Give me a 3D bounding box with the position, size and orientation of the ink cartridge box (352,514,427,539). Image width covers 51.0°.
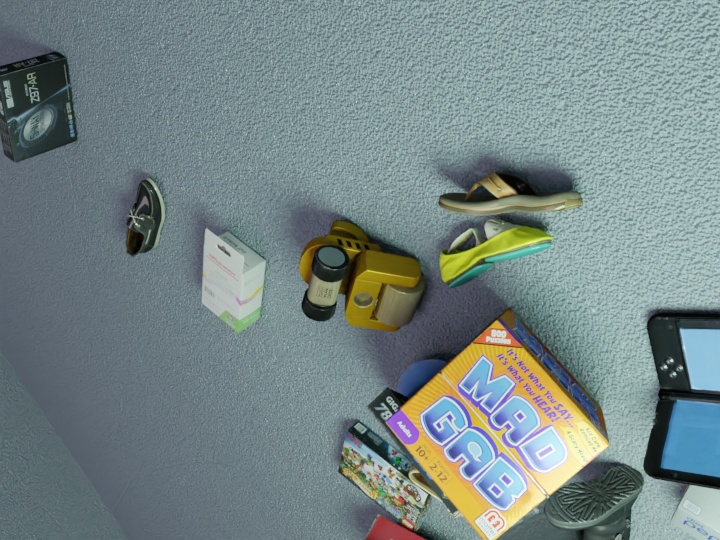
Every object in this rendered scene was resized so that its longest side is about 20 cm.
[{"bbox_3d":[0.104,0.557,1.436,0.199,0.084,0.176,15,146,37],"label":"ink cartridge box"}]

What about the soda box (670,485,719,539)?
[{"bbox_3d":[0.503,0.342,0.955,0.199,0.064,0.069,30,156,27],"label":"soda box"}]

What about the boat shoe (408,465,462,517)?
[{"bbox_3d":[0.171,0.396,1.321,0.199,0.069,0.074,28,131,28],"label":"boat shoe"}]

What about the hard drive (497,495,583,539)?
[{"bbox_3d":[0.266,0.399,1.228,0.139,0.033,0.201,-40,84,28],"label":"hard drive"}]

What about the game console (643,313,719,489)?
[{"bbox_3d":[0.428,0.151,0.881,0.199,0.118,0.174,-2,113,44],"label":"game console"}]

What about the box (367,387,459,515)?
[{"bbox_3d":[0.105,0.276,1.162,0.200,0.050,0.198,49,-178,18],"label":"box"}]

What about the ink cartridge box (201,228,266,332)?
[{"bbox_3d":[-0.250,0.008,1.487,0.117,0.067,0.201,35,136,24],"label":"ink cartridge box"}]

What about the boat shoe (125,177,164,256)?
[{"bbox_3d":[-0.469,-0.111,1.628,0.072,0.067,0.201,41,135,19],"label":"boat shoe"}]

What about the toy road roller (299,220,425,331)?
[{"bbox_3d":[0.000,0.000,1.224,0.198,0.147,0.124,12,132,-7],"label":"toy road roller"}]

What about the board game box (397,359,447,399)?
[{"bbox_3d":[0.155,0.228,1.257,0.200,0.039,0.158,47,133,10],"label":"board game box"}]

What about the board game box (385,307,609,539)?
[{"bbox_3d":[0.189,0.197,1.023,0.200,0.200,0.200,-44,80,13],"label":"board game box"}]

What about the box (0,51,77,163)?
[{"bbox_3d":[-0.703,-0.353,1.630,0.043,0.160,0.202,30,132,26],"label":"box"}]

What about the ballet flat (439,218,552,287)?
[{"bbox_3d":[0.178,-0.034,1.054,0.199,0.066,0.068,-28,73,51],"label":"ballet flat"}]

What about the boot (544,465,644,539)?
[{"bbox_3d":[0.332,0.396,1.103,0.066,0.163,0.202,-128,31,-51],"label":"boot"}]

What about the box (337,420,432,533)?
[{"bbox_3d":[0.049,0.402,1.467,0.199,0.038,0.138,33,134,25],"label":"box"}]

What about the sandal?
[{"bbox_3d":[0.194,-0.103,0.986,0.199,0.080,0.055,3,101,42],"label":"sandal"}]
